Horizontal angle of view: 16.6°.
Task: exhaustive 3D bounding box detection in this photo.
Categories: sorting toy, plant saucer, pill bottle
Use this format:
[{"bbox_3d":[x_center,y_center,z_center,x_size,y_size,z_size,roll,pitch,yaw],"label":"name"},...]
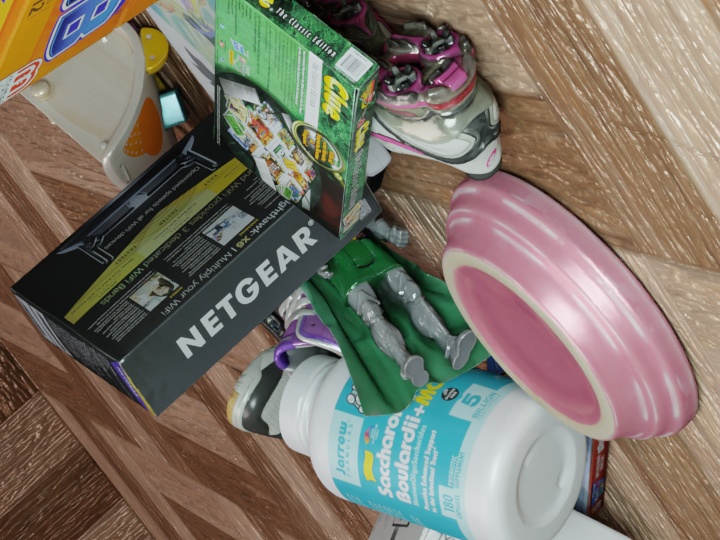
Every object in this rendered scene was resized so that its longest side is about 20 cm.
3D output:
[{"bbox_3d":[-0.193,-0.127,1.925,0.200,0.107,0.180,39,170,31],"label":"sorting toy"},{"bbox_3d":[0.117,0.031,1.493,0.201,0.051,0.201,46,165,16],"label":"plant saucer"},{"bbox_3d":[0.042,0.112,1.632,0.199,0.111,0.111,14,146,37],"label":"pill bottle"}]

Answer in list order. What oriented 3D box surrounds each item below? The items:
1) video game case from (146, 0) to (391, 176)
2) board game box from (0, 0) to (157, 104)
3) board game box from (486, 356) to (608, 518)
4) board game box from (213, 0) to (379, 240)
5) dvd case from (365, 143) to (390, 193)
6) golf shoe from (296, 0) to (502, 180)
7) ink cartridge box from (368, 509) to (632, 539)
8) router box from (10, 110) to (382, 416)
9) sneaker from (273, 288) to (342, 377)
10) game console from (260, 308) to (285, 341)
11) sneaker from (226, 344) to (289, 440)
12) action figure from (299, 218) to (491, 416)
[{"bbox_3d":[-0.075,-0.140,1.605,0.183,0.022,0.200,53,165,-18],"label":"video game case"},{"bbox_3d":[-0.161,-0.241,1.216,0.200,0.200,0.200,47,145,6],"label":"board game box"},{"bbox_3d":[0.128,0.101,1.697,0.103,0.019,0.200,42,164,20],"label":"board game box"},{"bbox_3d":[-0.040,-0.094,1.406,0.105,0.023,0.200,41,160,13],"label":"board game box"},{"bbox_3d":[-0.052,-0.143,1.612,0.200,0.018,0.143,47,166,9],"label":"dvd case"},{"bbox_3d":[0.005,-0.107,1.428,0.200,0.073,0.092,33,159,47],"label":"golf shoe"},{"bbox_3d":[0.098,0.201,1.794,0.145,0.085,0.200,26,171,-8],"label":"ink cartridge box"},{"bbox_3d":[-0.107,-0.013,1.583,0.157,0.200,0.052,28,156,53],"label":"router box"},{"bbox_3d":[-0.041,0.017,1.767,0.200,0.114,0.073,36,134,27],"label":"sneaker"},{"bbox_3d":[0.007,0.037,1.891,0.200,0.117,0.176,44,-165,20],"label":"game console"},{"bbox_3d":[-0.021,0.110,1.949,0.088,0.076,0.199,35,-163,32],"label":"sneaker"},{"bbox_3d":[0.000,0.000,1.623,0.200,0.118,0.055,48,151,37],"label":"action figure"}]
